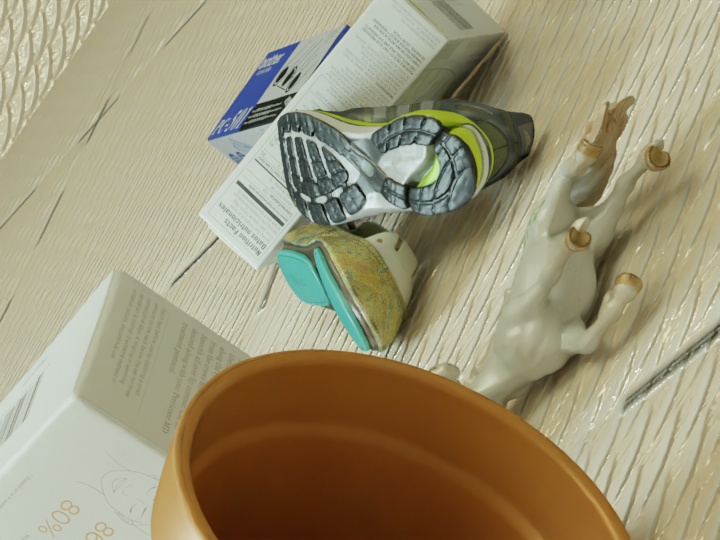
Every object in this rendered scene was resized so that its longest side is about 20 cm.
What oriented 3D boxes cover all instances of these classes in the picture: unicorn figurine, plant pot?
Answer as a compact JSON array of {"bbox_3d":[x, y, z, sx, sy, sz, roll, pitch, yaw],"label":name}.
[{"bbox_3d":[0.090,0.010,1.342,0.200,0.074,0.137,-48,-2,-41],"label":"unicorn figurine"},{"bbox_3d":[-0.004,0.148,1.101,0.200,0.200,0.140,-79,13,-58],"label":"plant pot"}]

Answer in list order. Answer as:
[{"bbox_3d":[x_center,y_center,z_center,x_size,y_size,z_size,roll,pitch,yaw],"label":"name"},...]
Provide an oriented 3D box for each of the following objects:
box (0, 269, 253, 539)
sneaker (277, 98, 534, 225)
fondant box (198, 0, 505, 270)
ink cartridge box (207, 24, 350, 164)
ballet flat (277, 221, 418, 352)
[{"bbox_3d":[-0.092,0.126,1.366,0.152,0.200,0.106,-45,19,32],"label":"box"},{"bbox_3d":[0.025,-0.069,1.635,0.081,0.074,0.200,-17,16,-38],"label":"sneaker"},{"bbox_3d":[-0.003,-0.098,1.772,0.200,0.058,0.144,-49,-9,17],"label":"fondant box"},{"bbox_3d":[-0.052,-0.133,2.122,0.094,0.044,0.200,-56,14,-12],"label":"ink cartridge box"},{"bbox_3d":[0.000,0.000,1.643,0.071,0.071,0.200,-54,16,-1],"label":"ballet flat"}]
